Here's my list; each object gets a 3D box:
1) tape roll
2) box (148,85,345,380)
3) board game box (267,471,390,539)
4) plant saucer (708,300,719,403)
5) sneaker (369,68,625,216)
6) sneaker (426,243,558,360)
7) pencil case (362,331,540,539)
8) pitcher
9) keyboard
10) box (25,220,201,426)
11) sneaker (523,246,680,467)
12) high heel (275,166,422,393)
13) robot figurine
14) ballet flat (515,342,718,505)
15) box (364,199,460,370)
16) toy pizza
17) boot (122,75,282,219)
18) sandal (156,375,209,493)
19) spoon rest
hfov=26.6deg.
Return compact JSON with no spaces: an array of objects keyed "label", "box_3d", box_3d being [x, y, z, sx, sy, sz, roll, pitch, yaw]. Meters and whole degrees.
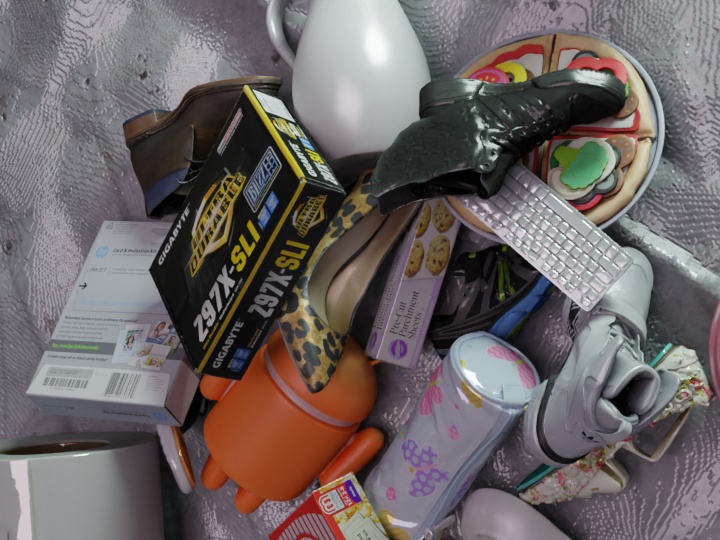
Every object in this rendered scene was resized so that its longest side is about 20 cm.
[{"label":"tape roll","box_3d":[-0.287,0.233,1.440,0.203,0.203,0.139,-3,91,26]},{"label":"box","box_3d":[-0.101,-0.031,1.293,0.200,0.049,0.160,-59,38,22]},{"label":"board game box","box_3d":[0.002,0.293,1.339,0.200,0.046,0.152,60,152,13]},{"label":"plant saucer","box_3d":[0.370,0.066,1.182,0.200,0.051,0.201,0,90,22]},{"label":"sneaker","box_3d":[0.110,-0.100,1.210,0.200,0.060,0.104,-1,66,12]},{"label":"sneaker","box_3d":[0.124,0.002,1.299,0.083,0.071,0.200,44,113,12]},{"label":"pencil case","box_3d":[0.075,0.146,1.290,0.083,0.091,0.200,17,125,-17]},{"label":"pitcher","box_3d":[-0.018,-0.184,1.349,0.172,0.121,0.200,-18,73,47]},{"label":"keyboard","box_3d":[0.128,-0.051,1.228,0.200,0.011,0.056,42,100,19]},{"label":"box","box_3d":[-0.205,0.045,1.420,0.156,0.041,0.200,2,57,26]},{"label":"sneaker","box_3d":[0.207,0.062,1.203,0.115,0.075,0.200,-24,35,61]},{"label":"high heel","box_3d":[0.000,0.000,1.275,0.143,0.071,0.200,-25,46,27]},{"label":"robot figurine","box_3d":[-0.062,0.128,1.373,0.200,0.117,0.144,-51,59,20]},{"label":"ballet flat","box_3d":[0.214,0.144,1.262,0.064,0.076,0.200,46,113,7]},{"label":"box","box_3d":[0.055,-0.015,1.323,0.041,0.039,0.200,19,88,-16]},{"label":"toy pizza","box_3d":[0.150,-0.115,1.262,0.200,0.032,0.200,-6,68,15]},{"label":"boot","box_3d":[-0.140,-0.115,1.414,0.200,0.075,0.097,-17,78,42]},{"label":"sandal","box_3d":[-0.165,0.122,1.426,0.059,0.079,0.207,-18,46,-6]},{"label":"spoon rest","box_3d":[0.165,0.260,1.294,0.200,0.061,0.099,40,140,23]}]
